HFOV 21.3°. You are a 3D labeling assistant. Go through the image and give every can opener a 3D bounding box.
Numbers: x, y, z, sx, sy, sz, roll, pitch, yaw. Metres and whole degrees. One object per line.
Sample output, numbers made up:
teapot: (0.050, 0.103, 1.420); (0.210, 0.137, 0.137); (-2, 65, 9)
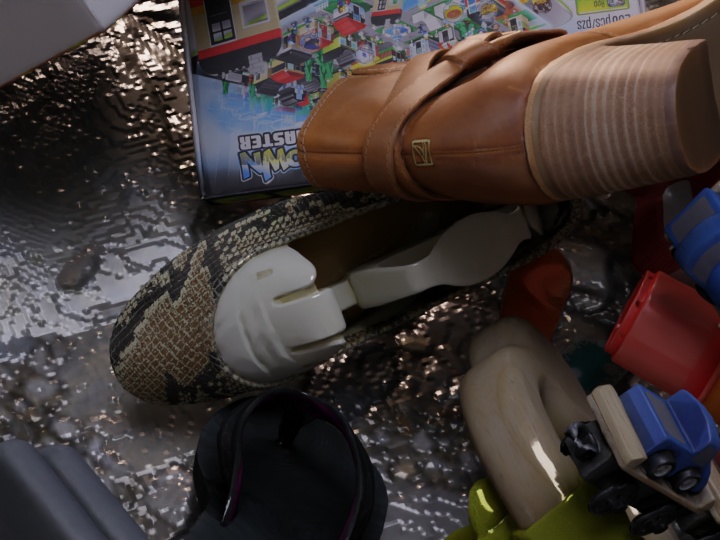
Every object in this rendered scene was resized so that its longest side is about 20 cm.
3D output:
can opener: (-0.061, 0.125, 0.667); (0.200, 0.067, 0.053); (40, 10, 30)

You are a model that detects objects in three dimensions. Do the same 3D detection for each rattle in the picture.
rattle: (0.047, 0.090, 0.738); (0.130, 0.143, 0.201); (26, 23, -28)

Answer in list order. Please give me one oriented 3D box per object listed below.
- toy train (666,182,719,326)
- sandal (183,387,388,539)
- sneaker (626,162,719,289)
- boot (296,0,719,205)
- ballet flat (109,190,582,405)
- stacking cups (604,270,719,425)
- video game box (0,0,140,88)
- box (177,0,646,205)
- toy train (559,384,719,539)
toy train: (0.152, 0.037, 0.659); (0.046, 0.034, 0.201); (27, 26, -36)
sandal: (-0.023, 0.080, 0.670); (0.075, 0.048, 0.201); (18, 17, -4)
sneaker: (0.178, -0.022, 0.847); (0.115, 0.078, 0.201); (39, 34, -13)
boot: (0.079, -0.069, 0.741); (0.154, 0.074, 0.200); (-3, 8, 30)
ballet flat: (0.000, 0.000, 0.745); (0.199, 0.068, 0.075); (-24, 20, -19)
stacking cups: (0.188, 0.066, 0.738); (0.199, 0.061, 0.061); (26, 49, 3)
video game box: (-0.121, -0.135, 0.819); (0.047, 0.199, 0.182); (52, 51, -18)
box: (0.024, -0.094, 0.827); (0.198, 0.035, 0.111); (-7, 87, 3)
toy train: (0.131, 0.080, 0.668); (0.200, 0.046, 0.034); (29, 31, -48)
